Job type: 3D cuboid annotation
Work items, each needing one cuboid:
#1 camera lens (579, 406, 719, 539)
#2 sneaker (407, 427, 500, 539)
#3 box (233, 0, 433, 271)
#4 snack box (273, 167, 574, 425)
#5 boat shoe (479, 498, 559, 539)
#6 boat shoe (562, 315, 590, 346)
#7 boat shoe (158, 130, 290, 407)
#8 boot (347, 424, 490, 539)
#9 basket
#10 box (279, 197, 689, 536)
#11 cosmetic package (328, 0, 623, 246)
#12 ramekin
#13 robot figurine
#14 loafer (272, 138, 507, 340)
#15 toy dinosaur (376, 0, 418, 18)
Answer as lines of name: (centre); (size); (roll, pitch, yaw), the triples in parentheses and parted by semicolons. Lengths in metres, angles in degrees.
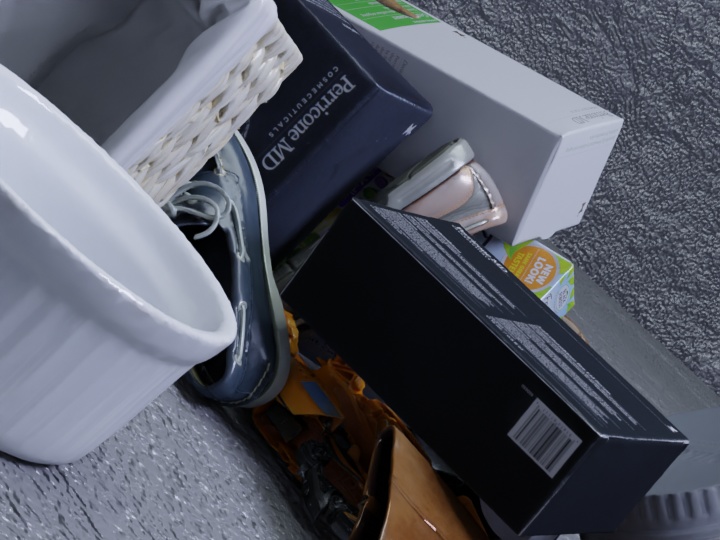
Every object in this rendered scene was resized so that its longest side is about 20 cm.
camera lens: (0.225, 0.202, 1.370); (0.160, 0.160, 0.200); (-95, 172, -77)
sneaker: (0.080, 0.153, 1.474); (0.200, 0.060, 0.104); (38, 16, -33)
box: (-0.100, -0.105, 1.377); (0.200, 0.197, 0.117); (47, 10, 15)
snack box: (0.018, 0.005, 1.441); (0.200, 0.142, 0.053); (34, -25, 26)
boat shoe: (0.112, 0.112, 1.423); (0.066, 0.072, 0.200); (25, 22, -22)
boat shoe: (0.105, 0.056, 1.564); (0.072, 0.072, 0.200); (-24, 74, -32)
boat shoe: (-0.096, -0.017, 1.270); (0.062, 0.075, 0.200); (18, 58, -63)
boot: (0.070, 0.163, 1.216); (0.200, 0.068, 0.188); (46, 38, -17)
basket: (-0.143, -0.105, 1.203); (0.136, 0.200, 0.123); (47, 5, 16)
box: (0.071, 0.055, 1.251); (0.200, 0.079, 0.141); (44, 18, 24)
cosmetic package: (0.055, -0.103, 1.445); (0.200, 0.085, 0.108); (30, 22, 20)
ramekin: (-0.159, -0.007, 0.987); (0.200, 0.098, 0.200); (44, 9, -9)
robot figurine: (0.001, 0.112, 1.290); (0.145, 0.058, 0.200); (30, 17, -49)
loafer: (0.000, 0.000, 1.366); (0.063, 0.200, 0.072); (53, 2, -6)
toy dinosaur: (-0.056, -0.227, 1.372); (0.200, 0.060, 0.106); (30, 40, -33)
